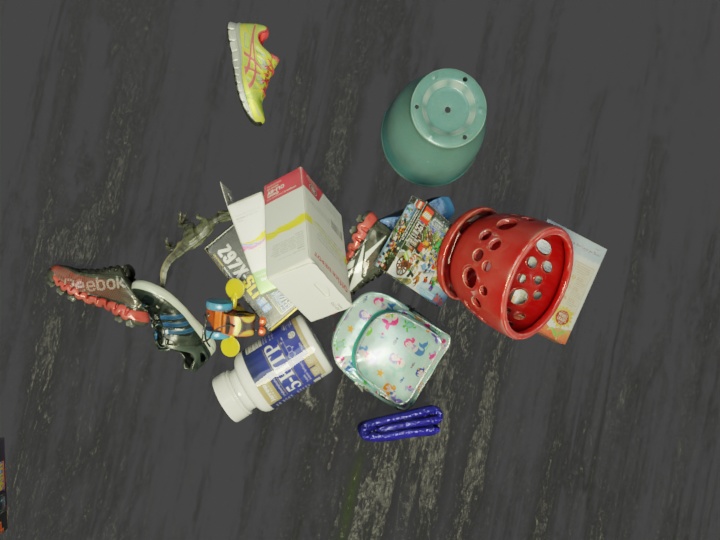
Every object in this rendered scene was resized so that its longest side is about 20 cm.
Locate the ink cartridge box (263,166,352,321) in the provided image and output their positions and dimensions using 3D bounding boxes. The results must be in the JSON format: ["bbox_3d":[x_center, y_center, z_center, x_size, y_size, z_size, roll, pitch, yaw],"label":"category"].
[{"bbox_3d":[-0.088,-0.042,1.015,0.082,0.145,0.203,-22,50,16],"label":"ink cartridge box"}]

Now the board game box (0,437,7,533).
[{"bbox_3d":[-0.745,0.395,1.102,0.196,0.057,0.169,-3,86,-3],"label":"board game box"}]

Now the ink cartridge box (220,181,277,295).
[{"bbox_3d":[-0.174,-0.064,1.078,0.066,0.117,0.203,-21,90,-2],"label":"ink cartridge box"}]

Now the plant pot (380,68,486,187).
[{"bbox_3d":[0.143,-0.271,1.120,0.196,0.188,0.205,0,87,-3],"label":"plant pot"}]

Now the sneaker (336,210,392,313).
[{"bbox_3d":[0.000,0.000,1.106,0.097,0.071,0.203,29,95,5],"label":"sneaker"}]

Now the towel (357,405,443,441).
[{"bbox_3d":[0.068,0.277,1.088,0.145,0.200,0.050,-13,77,-3],"label":"towel"}]

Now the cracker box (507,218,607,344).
[{"bbox_3d":[0.369,0.021,1.188,0.132,0.058,0.203,26,87,-2],"label":"cracker box"}]

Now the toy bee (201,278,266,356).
[{"bbox_3d":[-0.222,0.096,1.083,0.106,0.201,0.133,6,119,-13],"label":"toy bee"}]

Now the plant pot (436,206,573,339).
[{"bbox_3d":[0.243,-0.007,1.081,0.181,0.200,0.202,29,85,41],"label":"plant pot"}]

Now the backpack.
[{"bbox_3d":[0.045,0.138,1.124,0.198,0.151,0.179,34,87,3],"label":"backpack"}]

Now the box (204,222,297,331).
[{"bbox_3d":[-0.170,-0.014,1.160,0.159,0.049,0.201,-38,91,-3],"label":"box"}]

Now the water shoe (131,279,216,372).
[{"bbox_3d":[-0.338,0.102,1.091,0.201,0.071,0.079,50,57,-29],"label":"water shoe"}]

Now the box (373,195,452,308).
[{"bbox_3d":[0.121,-0.028,1.114,0.037,0.199,0.138,30,89,41],"label":"box"}]

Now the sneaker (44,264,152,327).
[{"bbox_3d":[-0.466,0.024,1.119,0.197,0.071,0.099,23,87,-5],"label":"sneaker"}]

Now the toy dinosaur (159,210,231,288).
[{"bbox_3d":[-0.321,-0.059,1.136,0.087,0.048,0.201,26,67,38],"label":"toy dinosaur"}]

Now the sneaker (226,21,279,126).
[{"bbox_3d":[-0.194,-0.374,1.157,0.088,0.078,0.204,-9,88,-6],"label":"sneaker"}]

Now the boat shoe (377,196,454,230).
[{"bbox_3d":[0.085,-0.077,1.171,0.197,0.069,0.086,-19,98,-3],"label":"boat shoe"}]

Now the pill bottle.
[{"bbox_3d":[-0.161,0.182,1.117,0.198,0.120,0.121,-32,90,-4],"label":"pill bottle"}]
